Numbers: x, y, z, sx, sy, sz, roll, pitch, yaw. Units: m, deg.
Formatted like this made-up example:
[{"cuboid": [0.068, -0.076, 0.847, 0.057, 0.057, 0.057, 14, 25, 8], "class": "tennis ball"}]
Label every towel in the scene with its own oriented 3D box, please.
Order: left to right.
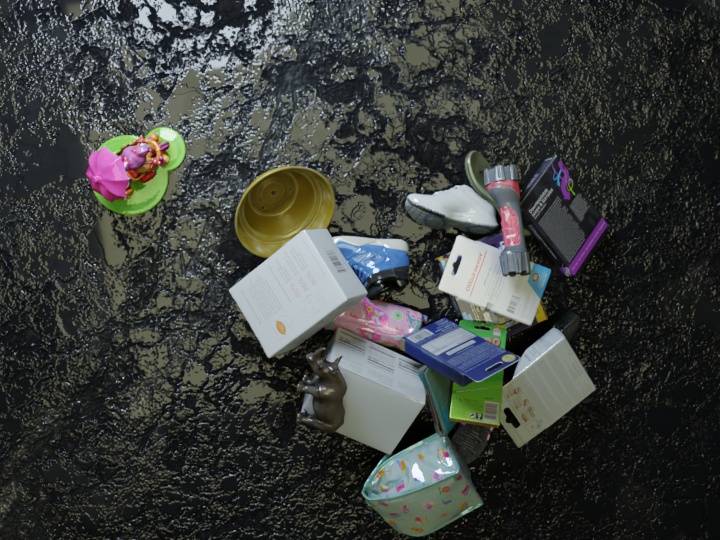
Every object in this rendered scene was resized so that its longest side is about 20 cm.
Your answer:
[{"cuboid": [0.176, 0.212, 1.500, 0.021, 0.200, 0.148, -9, 108, 32], "class": "towel"}]

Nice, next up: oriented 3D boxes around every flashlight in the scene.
[{"cuboid": [0.272, -0.092, 1.428, 0.067, 0.068, 0.203, -7, 81, 12], "class": "flashlight"}]

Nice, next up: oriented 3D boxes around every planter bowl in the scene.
[{"cuboid": [-0.153, -0.128, 1.456, 0.198, 0.084, 0.202, -16, 133, -18], "class": "planter bowl"}]

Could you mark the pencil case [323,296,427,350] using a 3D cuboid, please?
[{"cuboid": [0.028, 0.101, 1.519, 0.197, 0.087, 0.089, 17, 95, -7], "class": "pencil case"}]

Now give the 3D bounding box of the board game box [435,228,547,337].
[{"cuboid": [0.263, 0.036, 1.550, 0.164, 0.057, 0.202, -23, 98, -5], "class": "board game box"}]

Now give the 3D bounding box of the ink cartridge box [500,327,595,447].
[{"cuboid": [0.352, 0.235, 1.530, 0.199, 0.047, 0.161, -37, 118, 0], "class": "ink cartridge box"}]

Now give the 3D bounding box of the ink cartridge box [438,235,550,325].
[{"cuboid": [0.251, 0.016, 1.484, 0.198, 0.067, 0.117, 21, 92, -8], "class": "ink cartridge box"}]

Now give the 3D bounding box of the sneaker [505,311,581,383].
[{"cuboid": [0.387, 0.173, 1.578, 0.090, 0.076, 0.201, 36, 99, -18], "class": "sneaker"}]

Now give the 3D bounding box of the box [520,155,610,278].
[{"cuboid": [0.397, -0.105, 1.518, 0.200, 0.036, 0.143, 48, 67, -19], "class": "box"}]

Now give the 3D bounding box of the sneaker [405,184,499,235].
[{"cuboid": [0.179, -0.127, 1.518, 0.197, 0.074, 0.088, 10, 72, -20], "class": "sneaker"}]

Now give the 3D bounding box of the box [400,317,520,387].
[{"cuboid": [0.183, 0.154, 1.417, 0.120, 0.199, 0.033, -20, 120, -34], "class": "box"}]

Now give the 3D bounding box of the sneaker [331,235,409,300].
[{"cuboid": [0.000, -0.001, 1.492, 0.197, 0.077, 0.113, 1, 65, -11], "class": "sneaker"}]

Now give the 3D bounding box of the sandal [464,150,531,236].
[{"cuboid": [0.280, -0.158, 1.507, 0.201, 0.080, 0.057, 49, 134, -5], "class": "sandal"}]

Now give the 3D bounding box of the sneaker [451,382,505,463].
[{"cuboid": [0.247, 0.307, 1.576, 0.070, 0.082, 0.202, 32, 117, 15], "class": "sneaker"}]

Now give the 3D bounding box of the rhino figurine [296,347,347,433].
[{"cuboid": [-0.067, 0.214, 1.385, 0.086, 0.060, 0.202, 11, 125, 10], "class": "rhino figurine"}]

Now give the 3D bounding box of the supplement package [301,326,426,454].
[{"cuboid": [0.007, 0.234, 1.490, 0.198, 0.111, 0.157, 25, 122, -7], "class": "supplement package"}]

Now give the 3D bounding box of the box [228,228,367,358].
[{"cuboid": [-0.116, 0.041, 1.436, 0.199, 0.106, 0.153, -36, 81, 21], "class": "box"}]

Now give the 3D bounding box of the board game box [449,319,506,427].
[{"cuboid": [0.226, 0.195, 1.477, 0.094, 0.030, 0.202, 7, 66, 5], "class": "board game box"}]

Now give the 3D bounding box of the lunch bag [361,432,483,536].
[{"cuboid": [0.118, 0.430, 1.517, 0.198, 0.123, 0.171, -28, 133, 8], "class": "lunch bag"}]

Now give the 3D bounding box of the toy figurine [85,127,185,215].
[{"cuboid": [-0.414, -0.187, 1.390, 0.199, 0.184, 0.151, -35, 99, -1], "class": "toy figurine"}]
